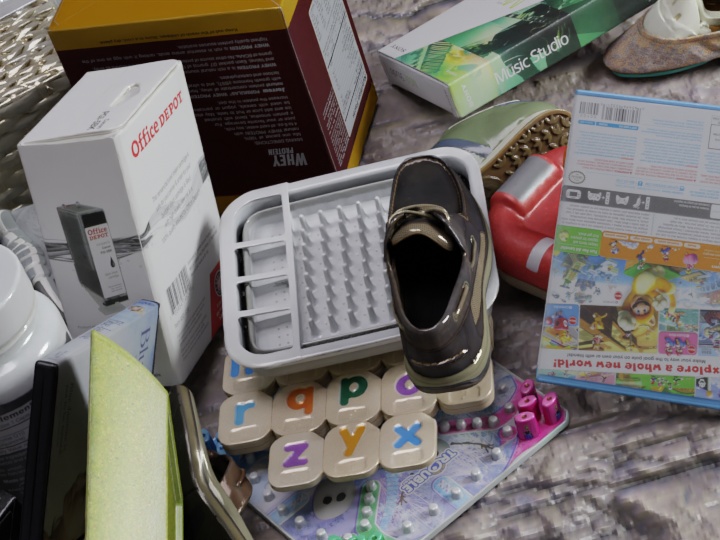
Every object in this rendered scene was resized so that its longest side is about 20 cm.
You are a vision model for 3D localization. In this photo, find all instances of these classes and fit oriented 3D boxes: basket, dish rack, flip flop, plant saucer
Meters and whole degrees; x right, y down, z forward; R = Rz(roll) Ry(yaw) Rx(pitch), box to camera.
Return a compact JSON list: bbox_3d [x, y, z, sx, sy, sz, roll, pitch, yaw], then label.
[{"bbox_3d":[-0.309,-0.119,1.867,0.199,0.136,0.123,-29,45,-11],"label":"basket"},{"bbox_3d":[0.000,0.000,1.600,0.198,0.044,0.173,-13,47,7],"label":"dish rack"},{"bbox_3d":[-0.098,0.165,1.517,0.057,0.081,0.201,6,37,-38],"label":"flip flop"},{"bbox_3d":[-0.139,0.172,1.403,0.047,0.200,0.201,-2,55,-1],"label":"plant saucer"}]

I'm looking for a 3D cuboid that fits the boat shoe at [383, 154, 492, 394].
[{"bbox_3d":[0.052,-0.011,1.514,0.074,0.074,0.201,-13,48,6],"label":"boat shoe"}]

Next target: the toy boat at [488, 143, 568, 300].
[{"bbox_3d":[0.177,-0.046,1.580,0.199,0.131,0.131,23,56,36],"label":"toy boat"}]

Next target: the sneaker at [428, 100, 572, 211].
[{"bbox_3d":[0.073,-0.067,1.710,0.199,0.067,0.090,-33,23,-3],"label":"sneaker"}]

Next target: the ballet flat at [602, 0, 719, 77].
[{"bbox_3d":[0.285,-0.204,1.763,0.198,0.068,0.068,-9,39,13],"label":"ballet flat"}]

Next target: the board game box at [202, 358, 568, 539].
[{"bbox_3d":[0.011,0.111,1.559,0.199,0.026,0.200,-37,43,-19],"label":"board game box"}]

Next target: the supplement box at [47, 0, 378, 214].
[{"bbox_3d":[-0.113,-0.162,1.777,0.195,0.201,0.133,-4,43,19],"label":"supplement box"}]

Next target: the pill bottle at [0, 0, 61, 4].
[{"bbox_3d":[-0.375,-0.225,2.025,0.199,0.113,0.112,-35,42,-16],"label":"pill bottle"}]

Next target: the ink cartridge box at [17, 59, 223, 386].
[{"bbox_3d":[-0.167,-0.035,1.635,0.082,0.202,0.147,-4,24,18],"label":"ink cartridge box"}]

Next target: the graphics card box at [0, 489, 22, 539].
[{"bbox_3d":[-0.286,0.174,1.533,0.199,0.126,0.051,19,61,37],"label":"graphics card box"}]

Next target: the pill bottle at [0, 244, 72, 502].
[{"bbox_3d":[-0.246,0.084,1.560,0.112,0.201,0.114,-12,40,10],"label":"pill bottle"}]

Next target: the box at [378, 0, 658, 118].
[{"bbox_3d":[0.127,-0.200,1.823,0.199,0.037,0.144,-33,26,-12],"label":"box"}]

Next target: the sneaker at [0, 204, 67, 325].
[{"bbox_3d":[-0.216,-0.014,1.757,0.115,0.075,0.200,-28,40,-12],"label":"sneaker"}]

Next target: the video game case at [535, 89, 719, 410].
[{"bbox_3d":[0.202,-0.014,1.507,0.142,0.018,0.202,8,90,15],"label":"video game case"}]

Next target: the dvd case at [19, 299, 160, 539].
[{"bbox_3d":[-0.180,0.108,1.489,0.017,0.144,0.200,9,13,12],"label":"dvd case"}]

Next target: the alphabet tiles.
[{"bbox_3d":[-0.003,0.077,1.571,0.198,0.015,0.197,-11,41,11],"label":"alphabet tiles"}]
